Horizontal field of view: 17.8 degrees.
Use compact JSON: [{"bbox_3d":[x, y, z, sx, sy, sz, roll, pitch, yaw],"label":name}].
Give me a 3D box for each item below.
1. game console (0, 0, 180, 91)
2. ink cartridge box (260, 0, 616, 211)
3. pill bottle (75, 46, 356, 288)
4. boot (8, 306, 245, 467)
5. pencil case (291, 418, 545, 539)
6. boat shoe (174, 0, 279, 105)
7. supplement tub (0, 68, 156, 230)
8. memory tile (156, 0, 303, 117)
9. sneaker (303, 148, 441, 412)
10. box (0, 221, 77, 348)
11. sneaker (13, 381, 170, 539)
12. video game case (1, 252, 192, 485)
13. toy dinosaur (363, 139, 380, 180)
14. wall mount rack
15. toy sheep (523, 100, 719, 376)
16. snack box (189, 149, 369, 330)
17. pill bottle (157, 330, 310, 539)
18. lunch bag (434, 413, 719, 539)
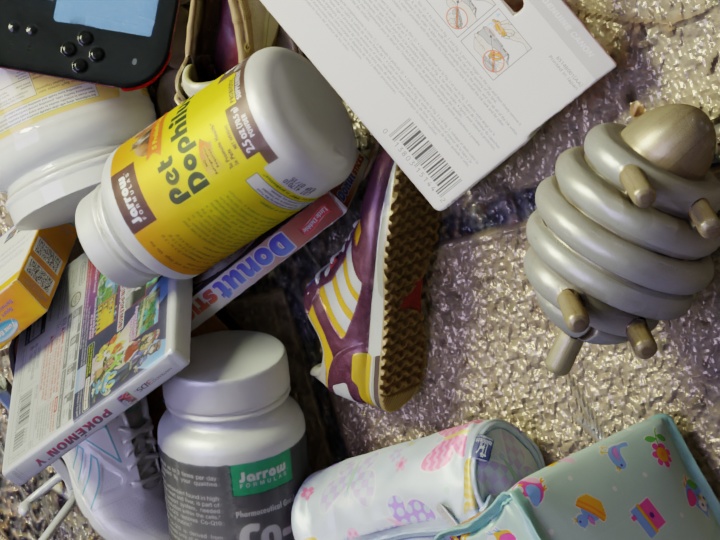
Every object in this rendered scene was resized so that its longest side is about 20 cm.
[{"bbox_3d":[-0.215,-0.240,1.714,0.176,0.031,0.201,11,81,-3],"label":"game console"},{"bbox_3d":[0.054,-0.168,1.547,0.176,0.045,0.200,-38,94,32],"label":"ink cartridge box"},{"bbox_3d":[-0.107,-0.066,1.633,0.200,0.109,0.110,-32,79,29],"label":"pill bottle"},{"bbox_3d":[-0.181,0.075,1.838,0.189,0.068,0.200,55,129,18],"label":"boot"},{"bbox_3d":[0.041,0.168,1.650,0.199,0.083,0.091,-19,45,44],"label":"pencil case"},{"bbox_3d":[-0.104,-0.140,1.696,0.074,0.066,0.201,18,113,37],"label":"boat shoe"},{"bbox_3d":[-0.244,-0.146,1.786,0.145,0.145,0.201,-26,81,42],"label":"supplement tub"},{"bbox_3d":[-0.099,-0.148,1.747,0.153,0.017,0.201,11,108,39],"label":"memory tile"},{"bbox_3d":[0.000,0.000,1.655,0.090,0.075,0.201,16,110,32],"label":"sneaker"},{"bbox_3d":[-0.287,0.013,1.842,0.119,0.200,0.042,-38,105,17],"label":"box"},{"bbox_3d":[-0.192,0.140,1.797,0.080,0.070,0.201,-42,78,27],"label":"sneaker"},{"bbox_3d":[-0.195,0.045,1.741,0.182,0.023,0.201,-35,33,25],"label":"video game case"},{"bbox_3d":[0.001,-0.181,1.635,0.201,0.060,0.106,66,154,17],"label":"toy dinosaur"},{"bbox_3d":[-0.287,0.156,1.874,0.200,0.074,0.174,53,176,-13],"label":"wall mount rack"},{"bbox_3d":[0.166,-0.018,1.466,0.138,0.138,0.201,41,111,27],"label":"toy sheep"},{"bbox_3d":[-0.075,-0.017,1.700,0.024,0.072,0.200,45,122,-13],"label":"snack box"},{"bbox_3d":[-0.093,0.155,1.730,0.113,0.113,0.201,13,119,39],"label":"pill bottle"},{"bbox_3d":[0.171,0.217,1.491,0.122,0.170,0.201,-42,73,47],"label":"lunch bag"}]
